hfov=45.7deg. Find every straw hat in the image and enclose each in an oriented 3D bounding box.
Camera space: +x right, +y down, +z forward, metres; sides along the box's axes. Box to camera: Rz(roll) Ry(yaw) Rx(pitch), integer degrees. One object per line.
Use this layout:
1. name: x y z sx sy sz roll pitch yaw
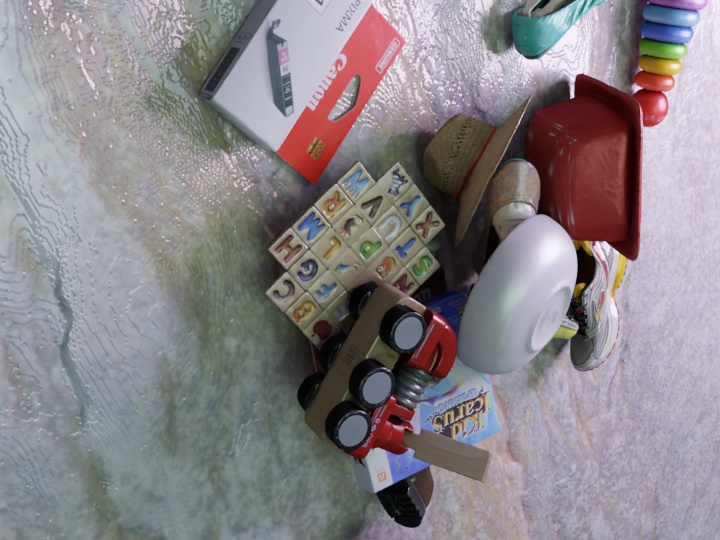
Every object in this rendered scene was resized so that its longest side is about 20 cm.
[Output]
1. straw hat: 0.120 -0.133 0.998 0.084 0.201 0.204 26 92 4

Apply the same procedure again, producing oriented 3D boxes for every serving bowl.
1. serving bowl: 0.197 0.040 0.998 0.199 0.065 0.203 -38 144 -33

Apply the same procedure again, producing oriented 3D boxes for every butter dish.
1. butter dish: 0.255 -0.123 1.060 0.145 0.201 0.203 -10 114 -6

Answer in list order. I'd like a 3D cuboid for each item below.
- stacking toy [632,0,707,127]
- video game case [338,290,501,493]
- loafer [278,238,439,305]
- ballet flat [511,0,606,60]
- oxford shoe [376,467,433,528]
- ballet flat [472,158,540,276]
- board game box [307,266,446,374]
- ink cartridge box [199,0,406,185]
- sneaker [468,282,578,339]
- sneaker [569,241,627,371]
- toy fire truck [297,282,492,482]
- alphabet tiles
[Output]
1. stacking toy: 0.407 -0.293 1.146 0.084 0.085 0.204 -7 114 -32
2. video game case: 0.065 0.142 1.033 0.197 0.045 0.185 -19 98 -28
3. loafer: 0.000 0.000 0.984 0.196 0.075 0.071 -14 119 -19
4. ballet flat: 0.257 -0.340 1.028 0.200 0.067 0.071 -43 133 -12
5. oxford shoe: 0.043 0.227 1.105 0.085 0.072 0.203 -47 126 -44
6. ballet flat: 0.181 -0.044 1.035 0.066 0.068 0.202 -2 142 -4
7. board game box: 0.027 0.076 1.058 0.197 0.019 0.105 -23 117 -26
8. ink cartridge box: -0.045 -0.211 0.888 0.173 0.043 0.202 35 86 -36
9. sneaker: 0.210 0.075 1.156 0.197 0.078 0.092 11 109 -31
10. sneaker: 0.319 0.043 1.218 0.081 0.077 0.205 -1 99 -29
11. toy fire truck: 0.060 0.137 0.938 0.198 0.128 0.178 30 90 -35
12. alphabet tiles: -0.003 -0.014 0.930 0.200 0.006 0.167 -44 121 -3
